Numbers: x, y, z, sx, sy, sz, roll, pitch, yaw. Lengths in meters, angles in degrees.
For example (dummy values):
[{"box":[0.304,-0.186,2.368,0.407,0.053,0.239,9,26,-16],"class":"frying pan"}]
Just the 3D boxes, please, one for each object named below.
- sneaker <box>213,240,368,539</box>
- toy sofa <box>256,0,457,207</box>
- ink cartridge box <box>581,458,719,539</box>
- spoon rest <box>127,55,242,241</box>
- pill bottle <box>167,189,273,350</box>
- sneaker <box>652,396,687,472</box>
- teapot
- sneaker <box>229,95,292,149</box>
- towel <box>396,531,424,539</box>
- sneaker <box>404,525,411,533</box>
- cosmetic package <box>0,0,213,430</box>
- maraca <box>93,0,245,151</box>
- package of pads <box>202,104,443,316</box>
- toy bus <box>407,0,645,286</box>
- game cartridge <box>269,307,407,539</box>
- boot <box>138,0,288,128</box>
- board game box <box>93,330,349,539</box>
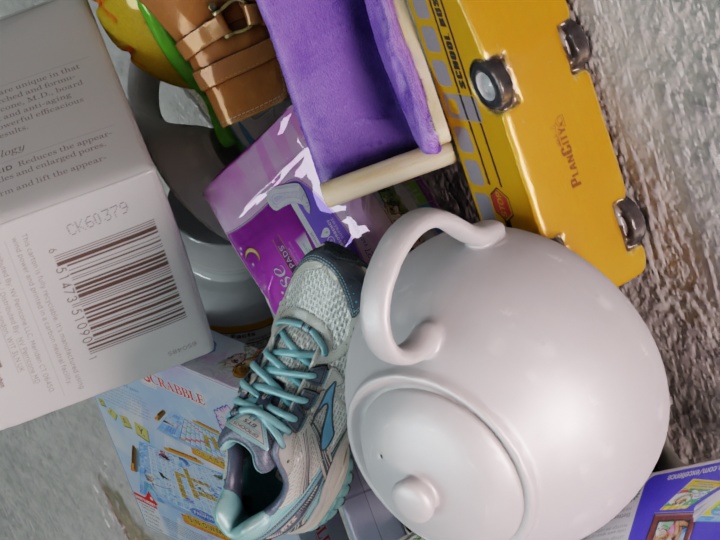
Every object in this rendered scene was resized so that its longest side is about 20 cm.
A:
[{"box":[-0.037,0.079,1.623,0.077,0.086,0.201,30,123,31],"class":"sneaker"},{"box":[-0.013,-0.143,1.578,0.098,0.082,0.201,28,-136,-86],"class":"toy sofa"},{"box":[0.144,0.200,1.505,0.197,0.201,0.043,-16,130,42],"class":"ink cartridge box"},{"box":[-0.114,-0.089,1.848,0.061,0.099,0.201,-40,47,23],"class":"spoon rest"},{"box":[-0.091,0.022,1.935,0.113,0.112,0.201,44,151,33],"class":"pill bottle"},{"box":[0.136,0.057,1.600,0.092,0.076,0.201,-11,111,53],"class":"sneaker"},{"box":[0.062,0.080,1.500,0.200,0.146,0.198,44,140,3],"class":"teapot"},{"box":[-0.026,-0.074,1.772,0.081,0.076,0.201,14,134,46],"class":"sneaker"},{"box":[0.066,0.196,1.768,0.031,0.149,0.200,47,153,22],"class":"towel"},{"box":[0.065,0.101,1.747,0.078,0.082,0.201,43,145,36],"class":"sneaker"},{"box":[-0.210,-0.039,1.766,0.200,0.164,0.165,-116,7,-47],"class":"cosmetic package"},{"box":[-0.111,-0.169,1.784,0.137,0.106,0.201,-78,-34,-54],"class":"maraca"},{"box":[0.000,0.000,1.675,0.120,0.075,0.201,-41,76,38],"class":"package of pads"},{"box":[0.092,-0.081,1.533,0.078,0.065,0.201,12,126,59],"class":"toy bus"},{"box":[-0.012,0.108,1.783,0.134,0.040,0.201,85,166,-66],"class":"game cartridge"},{"box":[-0.108,-0.162,1.681,0.077,0.199,0.156,-167,61,-73],"class":"boot"},{"box":[-0.102,0.122,1.903,0.199,0.041,0.200,20,139,42],"class":"board game box"}]
